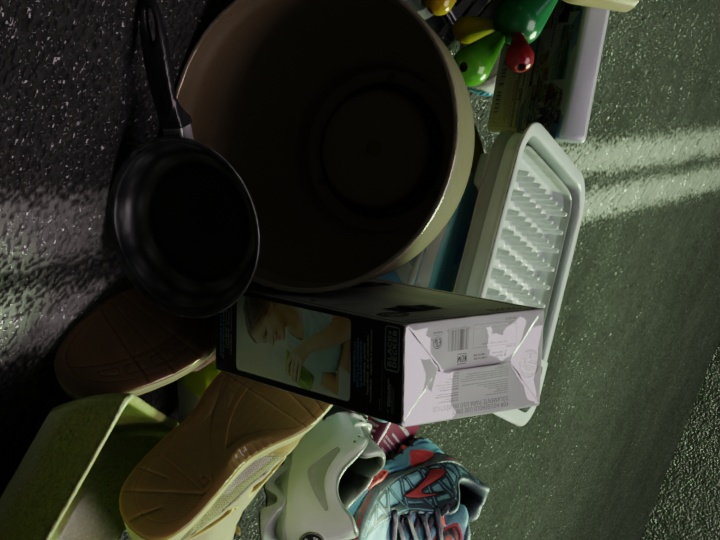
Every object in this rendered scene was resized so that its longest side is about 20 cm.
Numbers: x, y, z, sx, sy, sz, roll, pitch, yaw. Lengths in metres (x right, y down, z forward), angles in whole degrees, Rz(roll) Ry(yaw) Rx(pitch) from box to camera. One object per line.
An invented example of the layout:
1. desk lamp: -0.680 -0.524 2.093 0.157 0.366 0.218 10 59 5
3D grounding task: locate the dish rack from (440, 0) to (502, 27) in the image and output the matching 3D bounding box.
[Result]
1. dish rack: 0.077 -0.276 1.049 0.154 0.054 0.201 -52 124 -27

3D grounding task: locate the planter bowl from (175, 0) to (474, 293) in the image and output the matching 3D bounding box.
1. planter bowl: -0.008 -0.085 0.970 0.135 0.199 0.202 3 110 -67

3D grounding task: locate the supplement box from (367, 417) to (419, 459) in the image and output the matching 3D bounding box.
1. supplement box: -0.008 0.113 1.268 0.201 0.110 0.086 -59 157 -11

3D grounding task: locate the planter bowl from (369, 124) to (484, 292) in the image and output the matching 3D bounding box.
1. planter bowl: 0.022 -0.044 1.159 0.083 0.201 0.202 0 120 -23

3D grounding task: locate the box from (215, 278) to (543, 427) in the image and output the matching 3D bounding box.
1. box: 0.007 0.045 0.926 0.116 0.199 0.061 -5 100 -39

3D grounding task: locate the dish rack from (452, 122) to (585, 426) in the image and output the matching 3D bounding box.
1. dish rack: 0.107 0.004 1.068 0.171 0.043 0.202 31 72 -62

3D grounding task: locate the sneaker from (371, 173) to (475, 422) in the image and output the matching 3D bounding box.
1. sneaker: 0.000 0.000 1.071 0.202 0.130 0.079 -70 165 15

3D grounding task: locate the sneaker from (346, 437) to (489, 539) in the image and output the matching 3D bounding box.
1. sneaker: 0.046 0.201 1.206 0.200 0.095 0.080 -29 140 -56

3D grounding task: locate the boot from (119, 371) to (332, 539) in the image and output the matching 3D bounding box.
1. boot: -0.092 0.141 1.055 0.200 0.073 0.156 -44 165 -26

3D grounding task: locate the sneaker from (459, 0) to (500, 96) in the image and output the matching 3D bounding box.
1. sneaker: 0.124 -0.251 1.252 0.081 0.076 0.202 9 98 -58

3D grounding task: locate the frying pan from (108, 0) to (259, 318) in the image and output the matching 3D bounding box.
1. frying pan: -0.124 -0.062 0.916 0.031 0.114 0.191 -25 90 -58

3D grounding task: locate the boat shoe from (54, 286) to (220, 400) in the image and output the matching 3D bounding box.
1. boat shoe: -0.125 0.043 1.004 0.199 0.071 0.065 -30 161 -36

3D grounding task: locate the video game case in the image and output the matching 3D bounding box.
1. video game case: 0.151 -0.201 1.121 0.182 0.022 0.202 -150 -110 -76

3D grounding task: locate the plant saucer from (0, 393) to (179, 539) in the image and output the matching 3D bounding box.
1. plant saucer: -0.200 0.168 0.952 0.201 0.048 0.200 -61 173 -9

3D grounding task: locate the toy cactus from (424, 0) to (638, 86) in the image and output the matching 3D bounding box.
1. toy cactus: 0.122 -0.217 0.977 0.164 0.102 0.202 13 78 -26

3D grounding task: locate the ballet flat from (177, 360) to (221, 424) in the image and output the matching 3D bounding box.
1. ballet flat: -0.104 0.110 1.126 0.067 0.067 0.200 -50 155 -9

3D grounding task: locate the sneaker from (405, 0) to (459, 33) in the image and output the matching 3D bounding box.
1. sneaker: 0.055 -0.215 1.146 0.199 0.073 0.113 -30 143 -40

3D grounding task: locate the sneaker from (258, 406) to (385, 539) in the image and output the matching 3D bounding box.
1. sneaker: -0.020 0.131 1.155 0.074 0.088 0.201 75 18 -52
